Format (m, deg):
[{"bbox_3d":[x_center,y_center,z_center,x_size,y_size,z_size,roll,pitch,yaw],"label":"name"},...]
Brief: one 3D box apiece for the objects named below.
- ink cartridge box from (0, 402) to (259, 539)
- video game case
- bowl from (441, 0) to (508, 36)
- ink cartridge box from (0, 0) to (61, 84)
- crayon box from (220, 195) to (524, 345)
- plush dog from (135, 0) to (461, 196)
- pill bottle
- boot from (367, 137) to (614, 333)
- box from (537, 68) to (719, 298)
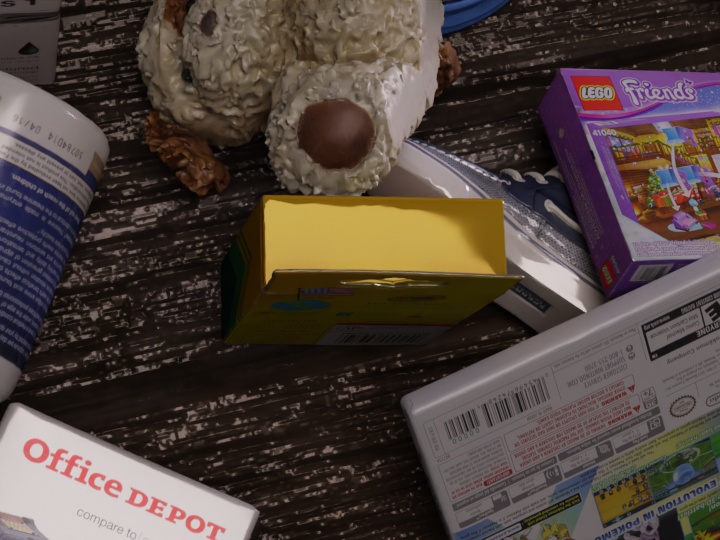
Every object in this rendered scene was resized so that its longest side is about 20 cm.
[{"bbox_3d":[-0.157,0.188,0.867,0.144,0.084,0.202,24,76,-7],"label":"ink cartridge box"},{"bbox_3d":[0.138,0.107,0.922,0.198,0.022,0.184,-24,116,-8],"label":"video game case"},{"bbox_3d":[0.027,-0.242,1.010,0.198,0.039,0.203,2,79,-12],"label":"bowl"},{"bbox_3d":[-0.226,-0.163,0.857,0.144,0.200,0.085,-3,80,-12],"label":"ink cartridge box"},{"bbox_3d":[0.000,0.000,0.876,0.125,0.200,0.051,1,79,-12],"label":"crayon box"},{"bbox_3d":[-0.043,-0.128,0.931,0.170,0.160,0.203,1,84,18],"label":"plush dog"},{"bbox_3d":[-0.216,0.002,0.875,0.110,0.111,0.202,22,76,-7],"label":"pill bottle"},{"bbox_3d":[0.097,-0.031,0.979,0.199,0.073,0.091,38,62,-7],"label":"boot"},{"bbox_3d":[0.214,-0.052,0.974,0.198,0.039,0.138,-1,55,-22],"label":"box"}]
